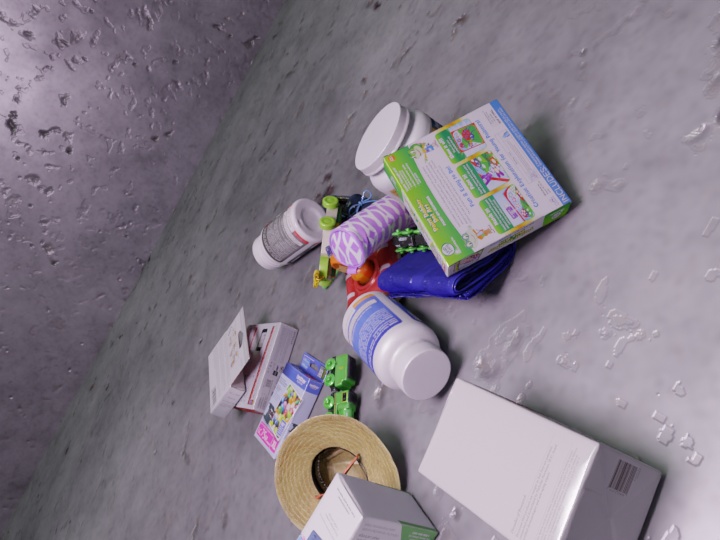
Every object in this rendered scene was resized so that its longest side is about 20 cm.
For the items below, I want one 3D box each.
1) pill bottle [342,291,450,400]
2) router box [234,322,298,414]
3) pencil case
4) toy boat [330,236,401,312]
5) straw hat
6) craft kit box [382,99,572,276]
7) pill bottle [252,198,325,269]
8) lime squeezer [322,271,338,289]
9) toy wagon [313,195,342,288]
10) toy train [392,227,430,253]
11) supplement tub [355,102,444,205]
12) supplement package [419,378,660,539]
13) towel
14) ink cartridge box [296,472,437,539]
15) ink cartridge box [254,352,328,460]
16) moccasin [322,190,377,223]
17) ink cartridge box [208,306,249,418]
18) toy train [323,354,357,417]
[{"bbox_3d":[0.056,0.118,0.908,0.113,0.111,0.200,-59,30,6],"label":"pill bottle"},{"bbox_3d":[-0.236,0.224,1.329,0.179,0.049,0.202,-10,58,54],"label":"router box"},{"bbox_3d":[0.033,-0.075,1.023,0.083,0.086,0.200,-3,27,49],"label":"pencil case"},{"bbox_3d":[0.000,0.000,1.066,0.130,0.130,0.201,-42,36,31],"label":"toy boat"},{"bbox_3d":[-0.028,0.316,0.891,0.202,0.200,0.085,-59,-11,5],"label":"straw hat"},{"bbox_3d":[0.162,-0.122,0.828,0.196,0.049,0.201,-26,68,-6],"label":"craft kit box"},{"bbox_3d":[-0.176,-0.084,1.417,0.199,0.113,0.115,-30,43,42],"label":"pill bottle"},{"bbox_3d":[-0.031,-0.045,1.241,0.201,0.038,0.071,-62,30,2],"label":"lime squeezer"},{"bbox_3d":[-0.064,-0.042,1.132,0.201,0.039,0.156,-86,1,-49],"label":"toy wagon"},{"bbox_3d":[0.123,-0.055,0.930,0.199,0.056,0.042,-1,104,58],"label":"toy train"},{"bbox_3d":[0.105,-0.175,0.967,0.145,0.199,0.146,-43,31,35],"label":"supplement tub"},{"bbox_3d":[0.182,0.215,0.616,0.199,0.121,0.121,15,79,58],"label":"supplement package"},{"bbox_3d":[0.133,0.000,0.906,0.147,0.050,0.199,-33,18,-28],"label":"towel"},{"bbox_3d":[-0.013,0.391,0.764,0.201,0.145,0.087,-58,34,5],"label":"ink cartridge box"},{"bbox_3d":[-0.141,0.268,1.163,0.119,0.042,0.202,17,80,59],"label":"ink cartridge box"},{"bbox_3d":[-0.011,-0.123,1.203,0.199,0.068,0.081,5,49,41],"label":"moccasin"},{"bbox_3d":[-0.294,0.210,1.337,0.174,0.043,0.201,-52,31,18],"label":"ink cartridge box"},{"bbox_3d":[-0.034,0.242,1.004,0.056,0.042,0.202,-18,54,27],"label":"toy train"}]
